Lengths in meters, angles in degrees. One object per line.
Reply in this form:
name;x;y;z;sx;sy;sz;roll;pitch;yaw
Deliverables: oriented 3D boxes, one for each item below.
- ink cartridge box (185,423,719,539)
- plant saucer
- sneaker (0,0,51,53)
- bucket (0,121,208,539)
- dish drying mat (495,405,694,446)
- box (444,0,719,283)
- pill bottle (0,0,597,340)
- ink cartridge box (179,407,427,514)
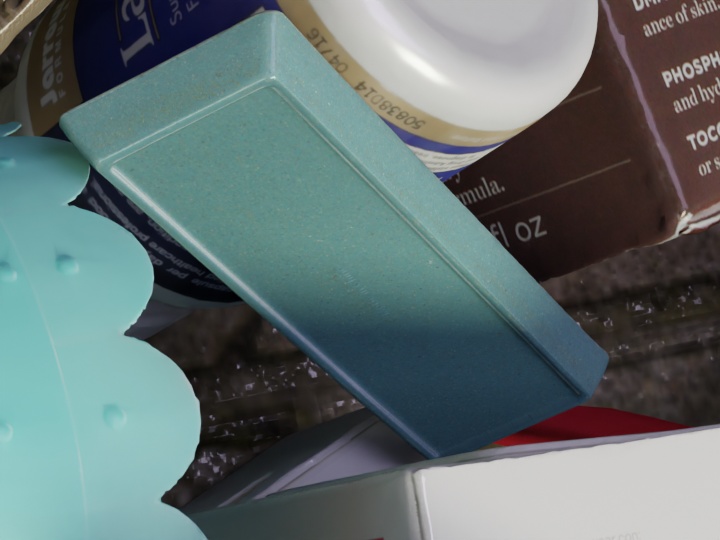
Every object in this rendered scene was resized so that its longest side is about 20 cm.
ink cartridge box;0.051;0.151;0.690;0.146;0.147;0.201;-5;83;-31
plant saucer;0.000;0.000;0.694;0.200;0.070;0.019;44;28;-46
sneaker;-0.103;-0.089;0.659;0.200;0.076;0.071;-30;92;-1
bucket;-0.144;0.065;0.658;0.134;0.207;0.208;-5;82;-31
dish drying mat;0.121;0.066;0.826;0.077;0.200;0.018;8;91;-32
box;0.066;-0.107;0.837;0.164;0.166;0.201;-24;93;-41
pill bottle;-0.033;-0.057;0.742;0.115;0.200;0.116;22;52;-32
ink cartridge box;-0.007;0.164;0.790;0.144;0.084;0.200;-33;98;-33
